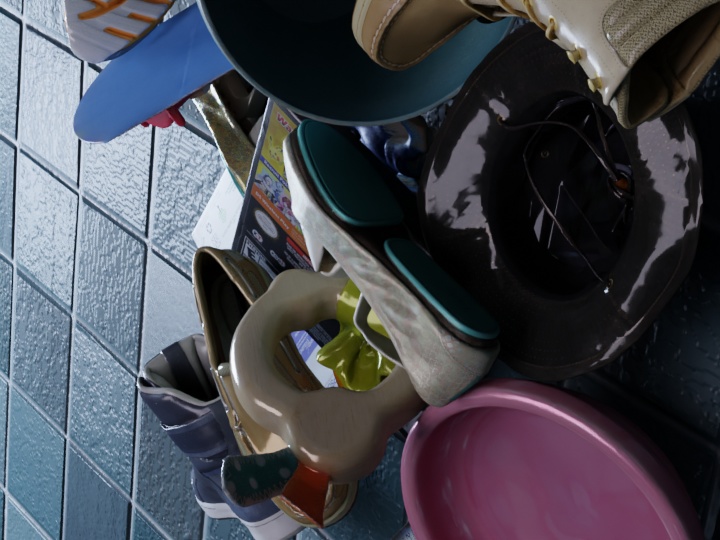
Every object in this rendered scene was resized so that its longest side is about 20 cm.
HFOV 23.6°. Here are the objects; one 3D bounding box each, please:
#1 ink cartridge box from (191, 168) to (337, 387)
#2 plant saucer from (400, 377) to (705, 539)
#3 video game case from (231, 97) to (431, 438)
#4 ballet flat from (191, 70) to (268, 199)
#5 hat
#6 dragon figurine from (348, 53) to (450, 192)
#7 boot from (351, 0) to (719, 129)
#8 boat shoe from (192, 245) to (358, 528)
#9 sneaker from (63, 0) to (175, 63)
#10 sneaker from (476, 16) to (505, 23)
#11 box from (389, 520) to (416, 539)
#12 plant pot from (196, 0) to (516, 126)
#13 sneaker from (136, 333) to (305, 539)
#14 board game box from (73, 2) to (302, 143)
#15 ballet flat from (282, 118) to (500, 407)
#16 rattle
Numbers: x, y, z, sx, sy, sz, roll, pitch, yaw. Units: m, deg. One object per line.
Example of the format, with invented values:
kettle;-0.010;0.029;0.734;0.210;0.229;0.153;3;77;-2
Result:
ink cartridge box;-0.056;0.022;1.256;0.201;0.039;0.100;63;143;24
plant saucer;0.116;0.143;0.991;0.200;0.051;0.201;23;132;28
video game case;0.000;0.000;1.107;0.200;0.025;0.181;46;149;17
ballet flat;-0.075;-0.109;1.232;0.200;0.070;0.071;58;140;28
hat;0.126;-0.042;0.952;0.200;0.081;0.202;9;103;45
dragon figurine;0.024;-0.072;1.101;0.200;0.059;0.100;49;135;33
boot;0.092;-0.129;0.871;0.200;0.073;0.156;-39;63;28
boat shoe;-0.067;0.073;1.112;0.071;0.076;0.201;-32;65;6
sneaker;-0.163;-0.227;1.264;0.077;0.078;0.201;124;168;-60
sneaker;0.083;-0.245;0.948;0.108;0.067;0.202;40;125;21
box;0.086;0.245;1.114;0.137;0.040;0.201;-52;57;46
plant pot;-0.014;-0.194;1.032;0.135;0.199;0.201;-144;51;-71
sneaker;-0.107;0.111;1.248;0.147;0.077;0.202;56;164;-12
board game box;-0.105;-0.139;1.177;0.199;0.039;0.158;-29;28;16
ballet flat;0.003;-0.004;0.983;0.200;0.067;0.062;53;122;32
rattle;-0.024;0.104;1.020;0.143;0.129;0.201;113;167;-46
